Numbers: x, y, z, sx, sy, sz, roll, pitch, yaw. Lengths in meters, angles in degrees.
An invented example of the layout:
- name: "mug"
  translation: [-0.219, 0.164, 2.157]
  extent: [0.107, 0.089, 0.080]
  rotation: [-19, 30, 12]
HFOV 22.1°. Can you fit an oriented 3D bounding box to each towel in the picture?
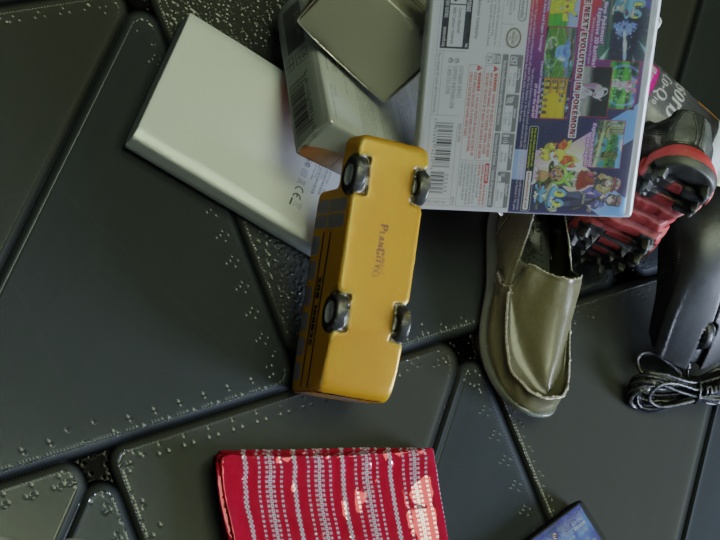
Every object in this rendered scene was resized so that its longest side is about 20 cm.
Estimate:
- name: "towel"
  translation: [-0.017, 0.204, 1.409]
  extent: [0.200, 0.022, 0.145]
  rotation: [2, 71, -31]

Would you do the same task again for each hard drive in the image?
- name: "hard drive"
  translation: [-0.079, -0.104, 1.494]
  extent: [0.200, 0.026, 0.132]
  rotation: [31, 58, -17]

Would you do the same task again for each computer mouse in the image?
- name: "computer mouse"
  translation: [0.304, 0.028, 1.595]
  extent: [0.138, 0.053, 0.201]
  rotation: [-2, 102, -21]

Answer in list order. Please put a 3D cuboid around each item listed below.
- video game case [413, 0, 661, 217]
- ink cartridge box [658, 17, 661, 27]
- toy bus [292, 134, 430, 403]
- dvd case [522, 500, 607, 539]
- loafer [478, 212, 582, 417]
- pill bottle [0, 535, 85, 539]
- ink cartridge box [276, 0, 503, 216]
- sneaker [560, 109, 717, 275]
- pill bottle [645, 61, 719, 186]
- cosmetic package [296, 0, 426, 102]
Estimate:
- name: "video game case"
  translation: [0.136, -0.141, 1.450]
  extent: [0.182, 0.023, 0.200]
  rotation: [2, 111, -7]
- name: "ink cartridge box"
  translation: [0.158, -0.200, 1.547]
  extent: [0.084, 0.146, 0.200]
  rotation: [35, 16, -17]
- name: "toy bus"
  translation: [0.000, 0.000, 1.433]
  extent: [0.065, 0.078, 0.201]
  rotation: [11, 83, -24]
- name: "dvd case"
  translation: [0.183, 0.304, 1.491]
  extent: [0.143, 0.018, 0.200]
  rotation: [-30, 87, -37]
- name: "loafer"
  translation: [0.145, 0.023, 1.550]
  extent: [0.075, 0.070, 0.200]
  rotation: [8, 67, -28]
- name: "pill bottle"
  translation: [-0.169, 0.245, 1.244]
  extent: [0.200, 0.111, 0.111]
  rotation: [22, 61, -22]
- name: "ink cartridge box"
  translation: [0.023, -0.131, 1.540]
  extent: [0.200, 0.050, 0.162]
  rotation: [28, 38, -37]
- name: "sneaker"
  translation: [0.236, -0.069, 1.565]
  extent: [0.071, 0.200, 0.098]
  rotation: [25, 55, -14]
- name: "pill bottle"
  translation: [0.251, -0.118, 1.644]
  extent: [0.200, 0.116, 0.116]
  rotation: [39, 56, -12]
- name: "cosmetic package"
  translation: [0.026, -0.231, 1.535]
  extent: [0.105, 0.071, 0.200]
  rotation: [43, 30, -10]
